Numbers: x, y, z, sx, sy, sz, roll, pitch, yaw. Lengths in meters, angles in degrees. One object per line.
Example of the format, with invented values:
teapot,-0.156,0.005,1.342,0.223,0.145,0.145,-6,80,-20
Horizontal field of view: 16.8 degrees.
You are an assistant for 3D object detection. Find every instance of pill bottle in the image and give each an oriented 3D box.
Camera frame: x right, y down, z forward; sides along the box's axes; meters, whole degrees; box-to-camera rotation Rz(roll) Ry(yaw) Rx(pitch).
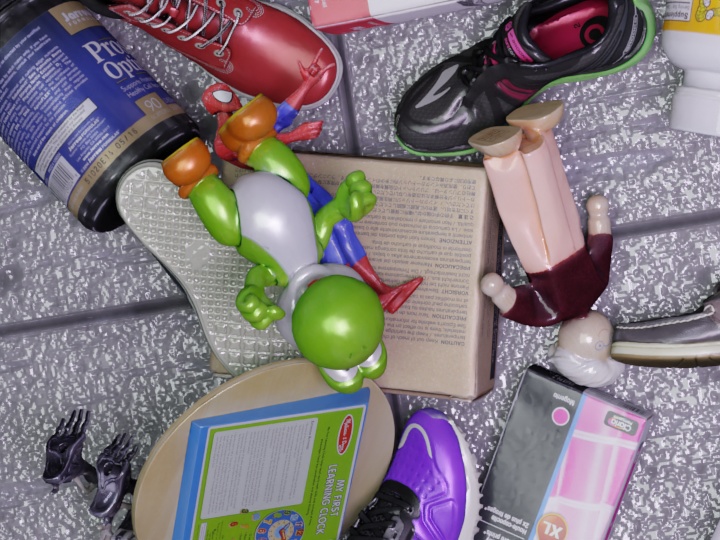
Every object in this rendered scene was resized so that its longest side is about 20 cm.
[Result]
pill bottle,0.263,-0.188,1.643,0.112,0.113,0.202,10,94,15
pill bottle,-0.220,-0.133,1.777,0.112,0.112,0.200,-46,81,12

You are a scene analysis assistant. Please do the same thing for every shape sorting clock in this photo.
shape sorting clock,-0.066,0.140,1.691,0.200,0.200,0.039,-46,43,12

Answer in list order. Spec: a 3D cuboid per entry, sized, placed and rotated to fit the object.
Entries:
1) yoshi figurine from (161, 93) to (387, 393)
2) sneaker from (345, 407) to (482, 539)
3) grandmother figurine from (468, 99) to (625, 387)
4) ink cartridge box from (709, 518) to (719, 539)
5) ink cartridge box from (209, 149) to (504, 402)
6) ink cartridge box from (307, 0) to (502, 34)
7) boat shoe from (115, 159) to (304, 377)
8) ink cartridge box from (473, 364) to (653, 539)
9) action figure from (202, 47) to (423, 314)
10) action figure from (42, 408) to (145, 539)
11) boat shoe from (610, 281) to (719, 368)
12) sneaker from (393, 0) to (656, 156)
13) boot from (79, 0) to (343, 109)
yoshi figurine,-0.042,-0.012,1.600,0.112,0.112,0.201,-32,93,29
sneaker,0.021,0.196,1.710,0.069,0.099,0.202,18,102,55
grandmother figurine,0.133,-0.008,1.683,0.121,0.060,0.201,-28,110,-18
ink cartridge box,0.294,0.237,1.661,0.145,0.084,0.201,26,98,13
ink cartridge box,0.000,0.000,1.740,0.198,0.075,0.166,6,94,15
ink cartridge box,0.058,-0.256,1.712,0.199,0.083,0.148,-9,89,16
boat shoe,-0.094,0.004,1.699,0.074,0.062,0.200,-38,97,10
ink cartridge box,0.129,0.176,1.729,0.094,0.037,0.201,22,101,14
action figure,-0.024,-0.071,1.673,0.200,0.065,0.099,45,111,9
action figure,-0.145,0.186,1.764,0.118,0.200,0.102,13,56,38
boat shoe,0.270,0.030,1.673,0.199,0.072,0.067,-5,84,10
sneaker,0.106,-0.149,1.695,0.199,0.084,0.077,-30,62,10
boot,-0.114,-0.174,1.731,0.199,0.144,0.073,28,97,11
